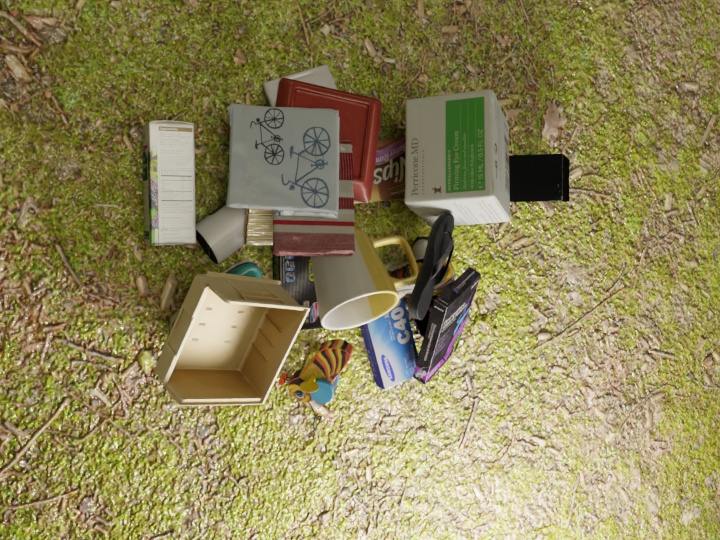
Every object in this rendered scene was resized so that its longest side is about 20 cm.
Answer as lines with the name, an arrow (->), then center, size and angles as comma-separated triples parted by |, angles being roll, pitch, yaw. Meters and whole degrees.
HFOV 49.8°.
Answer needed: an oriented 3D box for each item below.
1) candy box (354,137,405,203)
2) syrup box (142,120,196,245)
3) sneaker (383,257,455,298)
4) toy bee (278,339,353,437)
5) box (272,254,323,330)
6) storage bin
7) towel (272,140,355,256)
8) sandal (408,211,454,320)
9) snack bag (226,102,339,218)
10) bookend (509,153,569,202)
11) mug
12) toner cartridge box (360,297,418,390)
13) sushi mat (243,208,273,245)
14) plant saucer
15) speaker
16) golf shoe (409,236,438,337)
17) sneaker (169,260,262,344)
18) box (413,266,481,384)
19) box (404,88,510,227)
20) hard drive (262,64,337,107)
candy box -> 0.022, -0.192, 1.501 | 0.195, 0.056, 0.120 | -7, 95, -24
syrup box -> -0.326, -0.147, 1.319 | 0.079, 0.078, 0.206 | -3, 95, -25
sneaker -> 0.086, 0.008, 1.476 | 0.194, 0.082, 0.080 | -9, 73, -4
toy bee -> -0.095, 0.208, 1.446 | 0.107, 0.131, 0.204 | 24, 94, -1
box -> -0.087, 0.006, 1.468 | 0.156, 0.044, 0.206 | -2, 95, -26
storage bin -> -0.219, 0.117, 1.312 | 0.196, 0.093, 0.203 | 8, 115, -49
towel -> -0.080, -0.125, 1.330 | 0.140, 0.023, 0.206 | 1, 79, -10
sandal -> 0.139, -0.005, 1.403 | 0.076, 0.042, 0.205 | 43, 62, -61
snack bag -> -0.130, -0.185, 1.311 | 0.194, 0.021, 0.194 | 2, 78, -10
bookend -> 0.332, -0.189, 1.623 | 0.195, 0.198, 0.095 | 1, 95, 18
mug -> -0.008, 0.004, 1.402 | 0.183, 0.149, 0.156 | -1, 61, -39
toner cartridge box -> 0.054, 0.123, 1.547 | 0.093, 0.043, 0.205 | -21, 102, -22
sushi mat -> -0.117, -0.093, 1.388 | 0.196, 0.012, 0.098 | -2, 109, -36
plant saucer -> -0.061, -0.239, 1.386 | 0.195, 0.037, 0.205 | 10, 76, -10
speaker -> -0.201, -0.100, 1.382 | 0.199, 0.081, 0.082 | -39, 109, -17
golf shoe -> 0.133, 0.035, 1.544 | 0.076, 0.094, 0.206 | -6, 96, 17
sneaker -> -0.247, 0.064, 1.373 | 0.200, 0.079, 0.078 | -43, 110, -18
box -> 0.169, 0.108, 1.521 | 0.142, 0.036, 0.204 | -39, 148, -45
box -> 0.185, -0.204, 1.458 | 0.199, 0.167, 0.205 | 25, 64, -67
hard drive -> -0.084, -0.263, 1.418 | 0.129, 0.025, 0.204 | -19, 83, -17
